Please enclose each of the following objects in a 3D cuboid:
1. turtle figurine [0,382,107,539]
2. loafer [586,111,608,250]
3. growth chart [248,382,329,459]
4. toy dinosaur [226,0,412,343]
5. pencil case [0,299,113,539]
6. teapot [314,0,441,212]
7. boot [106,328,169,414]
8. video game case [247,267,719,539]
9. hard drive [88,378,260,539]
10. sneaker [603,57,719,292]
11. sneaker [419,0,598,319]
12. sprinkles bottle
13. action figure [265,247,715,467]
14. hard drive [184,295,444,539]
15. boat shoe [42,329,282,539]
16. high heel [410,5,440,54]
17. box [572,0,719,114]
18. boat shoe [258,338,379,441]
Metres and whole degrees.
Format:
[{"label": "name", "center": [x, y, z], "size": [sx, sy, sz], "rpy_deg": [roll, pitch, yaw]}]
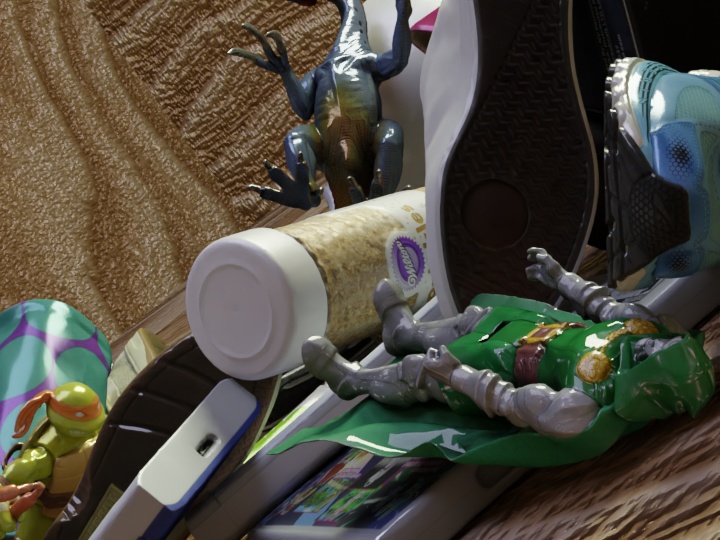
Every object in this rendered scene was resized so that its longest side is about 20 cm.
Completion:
[{"label": "turtle figurine", "center": [-0.165, 0.118, 1.193], "size": [0.200, 0.064, 0.162], "rpy_deg": [-35, -32, -45]}, {"label": "loafer", "center": [0.100, -0.054, 1.096], "size": [0.200, 0.071, 0.074], "rpy_deg": [-149, 74, -76]}, {"label": "growth chart", "center": [0.011, 0.060, 1.239], "size": [0.200, 0.018, 0.145], "rpy_deg": [-31, 7, 45]}, {"label": "toy dinosaur", "center": [-0.021, -0.091, 1.265], "size": [0.104, 0.201, 0.182], "rpy_deg": [1, 33, 2]}, {"label": "pencil case", "center": [-0.198, 0.116, 1.357], "size": [0.201, 0.084, 0.093], "rpy_deg": [-89, 24, -46]}, {"label": "teapot", "center": [0.076, -0.084, 1.348], "size": [0.196, 0.202, 0.146], "rpy_deg": [4, 17, -39]}, {"label": "boot", "center": [-0.164, 0.135, 1.450], "size": [0.155, 0.072, 0.200], "rpy_deg": [-47, 22, 7]}, {"label": "video game case", "center": [0.049, 0.063, 0.935], "size": [0.182, 0.023, 0.200], "rpy_deg": [-39, 6, -16]}, {"label": "hard drive", "center": [-0.125, 0.149, 1.023], "size": [0.200, 0.025, 0.132], "rpy_deg": [-53, -1, 22]}, {"label": "sneaker", "center": [0.142, -0.040, 0.801], "size": [0.089, 0.079, 0.200], "rpy_deg": [2, 12, 24]}, {"label": "sneaker", "center": [0.062, -0.055, 0.992], "size": [0.085, 0.072, 0.202], "rpy_deg": [123, 154, -68]}, {"label": "sprinkles bottle", "center": [0.000, 0.000, 1.109], "size": [0.068, 0.069, 0.199], "rpy_deg": [-33, -9, 37]}, {"label": "action figure", "center": [0.057, 0.033, 0.813], "size": [0.118, 0.055, 0.199], "rpy_deg": [-40, 22, -28]}, {"label": "hard drive", "center": [0.009, 0.055, 1.067], "size": [0.200, 0.027, 0.132], "rpy_deg": [-41, -5, 8]}, {"label": "boat shoe", "center": [-0.102, 0.107, 1.146], "size": [0.200, 0.072, 0.076], "rpy_deg": [-51, -17, 10]}, {"label": "high heel", "center": [0.103, -0.096, 1.210], "size": [0.095, 0.068, 0.201], "rpy_deg": [-16, 45, -14]}, {"label": "box", "center": [0.167, -0.165, 1.080], "size": [0.199, 0.124, 0.198], "rpy_deg": [-22, 15, -15]}, {"label": "boat shoe", "center": [-0.017, 0.026, 1.384], "size": [0.200, 0.072, 0.071], "rpy_deg": [-53, -7, -34]}]
